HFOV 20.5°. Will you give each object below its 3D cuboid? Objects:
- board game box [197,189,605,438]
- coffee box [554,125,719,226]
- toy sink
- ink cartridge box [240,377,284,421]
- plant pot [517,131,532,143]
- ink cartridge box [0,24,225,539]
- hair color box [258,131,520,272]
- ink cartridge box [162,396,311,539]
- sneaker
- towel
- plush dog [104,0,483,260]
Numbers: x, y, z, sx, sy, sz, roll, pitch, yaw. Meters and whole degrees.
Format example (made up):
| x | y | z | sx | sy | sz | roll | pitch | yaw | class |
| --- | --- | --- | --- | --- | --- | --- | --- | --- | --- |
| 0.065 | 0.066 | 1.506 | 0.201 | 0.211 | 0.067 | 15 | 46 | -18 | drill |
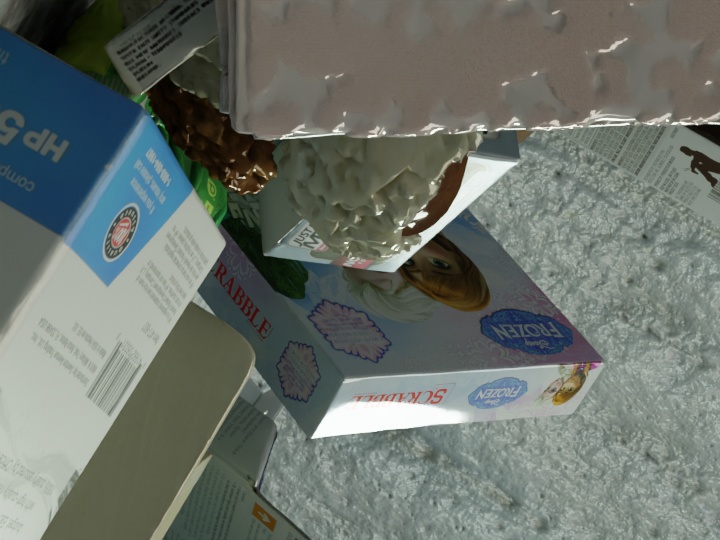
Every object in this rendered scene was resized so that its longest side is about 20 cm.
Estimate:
| x | y | z | sx | sy | sz | roll | pitch | yaw | class |
| --- | --- | --- | --- | --- | --- | --- | --- | --- | --- |
| 0.000 | 0.000 | 1.045 | 0.199 | 0.200 | 0.041 | -1 | 131 | -45 | board game box |
| 0.151 | -0.123 | 1.069 | 0.113 | 0.200 | 0.080 | -57 | 174 | -22 | coffee box |
| -0.142 | 0.085 | 0.839 | 0.201 | 0.130 | 0.112 | -60 | 179 | -2 | toy sink |
| -0.137 | 0.104 | 1.201 | 0.200 | 0.068 | 0.116 | -31 | -165 | 34 | ink cartridge box |
| 0.030 | -0.132 | 1.421 | 0.198 | 0.200 | 0.201 | -48 | -173 | 49 | plant pot |
| -0.136 | 0.037 | 0.614 | 0.200 | 0.084 | 0.146 | -58 | 169 | -10 | ink cartridge box |
| 0.001 | -0.112 | 0.772 | 0.099 | 0.060 | 0.201 | -42 | -133 | 53 | hair color box |
| -0.098 | 0.107 | 0.998 | 0.041 | 0.200 | 0.200 | -47 | 168 | -30 | ink cartridge box |
| -0.089 | -0.048 | 0.795 | 0.074 | 0.083 | 0.200 | -59 | 176 | -12 | sneaker |
| 0.049 | -0.135 | 0.578 | 0.032 | 0.199 | 0.192 | -168 | -103 | -65 | towel |
| -0.037 | -0.114 | 0.661 | 0.172 | 0.160 | 0.201 | -172 | -84 | -73 | plush dog |
